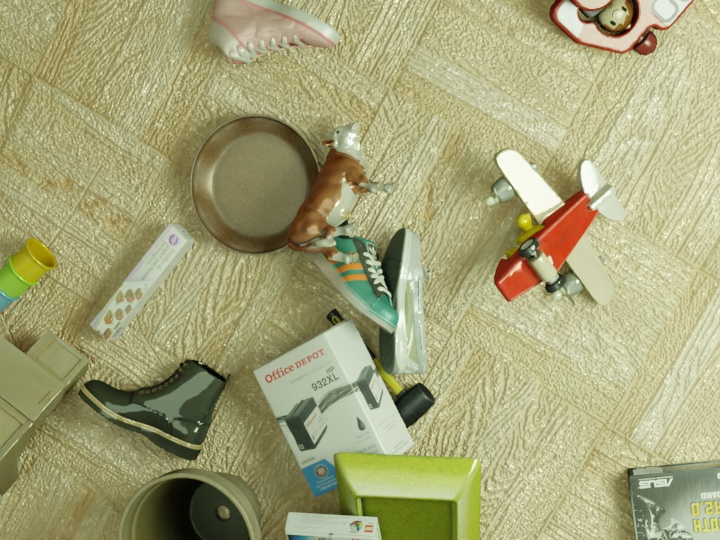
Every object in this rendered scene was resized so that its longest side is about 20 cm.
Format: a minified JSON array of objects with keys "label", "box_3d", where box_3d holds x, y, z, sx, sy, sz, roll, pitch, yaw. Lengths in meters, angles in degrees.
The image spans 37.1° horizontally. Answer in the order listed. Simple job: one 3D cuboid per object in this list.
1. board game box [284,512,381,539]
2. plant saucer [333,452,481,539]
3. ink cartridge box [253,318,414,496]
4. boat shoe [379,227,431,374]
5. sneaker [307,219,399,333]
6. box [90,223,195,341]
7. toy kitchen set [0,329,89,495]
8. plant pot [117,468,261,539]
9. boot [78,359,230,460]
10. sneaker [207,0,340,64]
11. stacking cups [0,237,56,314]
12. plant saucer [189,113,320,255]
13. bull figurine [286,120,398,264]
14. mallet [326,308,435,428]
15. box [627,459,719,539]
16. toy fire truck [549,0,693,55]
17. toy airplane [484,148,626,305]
[{"label":"board game box","box_3d":[-0.028,0.411,1.501,0.124,0.035,0.202,1,134,11]},{"label":"plant saucer","box_3d":[0.065,0.330,1.465,0.196,0.048,0.202,1,135,7]},{"label":"ink cartridge box","box_3d":[-0.039,0.192,1.508,0.144,0.083,0.202,-28,87,31]},{"label":"boat shoe","box_3d":[0.067,0.044,1.506,0.064,0.074,0.205,4,85,-23]},{"label":"sneaker","box_3d":[0.000,0.000,1.487,0.080,0.071,0.200,-45,57,3]},{"label":"box","box_3d":[-0.324,0.018,1.595,0.039,0.041,0.201,41,100,6]},{"label":"toy kitchen set","box_3d":[-0.543,0.192,1.632,0.162,0.181,0.201,36,59,4]},{"label":"plant pot","box_3d":[-0.221,0.367,1.526,0.197,0.173,0.203,1,93,10]},{"label":"boot","box_3d":[-0.301,0.173,1.589,0.198,0.077,0.140,27,94,-5]},{"label":"sneaker","box_3d":[-0.129,-0.327,1.519,0.198,0.075,0.106,24,93,17]},{"label":"stacking cups","box_3d":[-0.554,0.033,1.636,0.199,0.060,0.061,-38,86,14]},{"label":"plant saucer","box_3d":[-0.149,-0.123,1.555,0.197,0.037,0.204,1,93,12]},{"label":"bull figurine","box_3d":[-0.026,-0.106,1.482,0.120,0.065,0.202,21,79,32]},{"label":"mallet","box_3d":[0.016,0.143,1.541,0.200,0.041,0.066,41,102,11]},{"label":"box","box_3d":[0.470,0.341,1.452,0.197,0.048,0.161,-7,91,12]},{"label":"toy fire truck","box_3d":[0.356,-0.376,1.414,0.167,0.112,0.201,37,101,-12]},{"label":"toy airplane","box_3d":[0.256,-0.055,1.442,0.197,0.141,0.203,3,84,-27]}]
